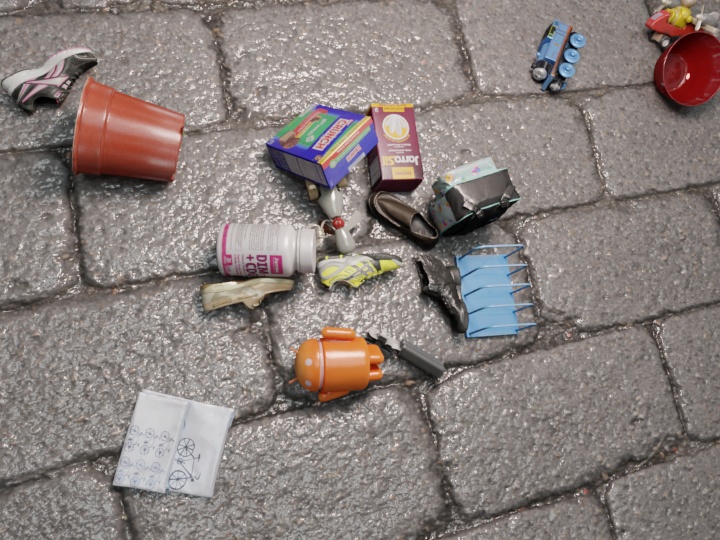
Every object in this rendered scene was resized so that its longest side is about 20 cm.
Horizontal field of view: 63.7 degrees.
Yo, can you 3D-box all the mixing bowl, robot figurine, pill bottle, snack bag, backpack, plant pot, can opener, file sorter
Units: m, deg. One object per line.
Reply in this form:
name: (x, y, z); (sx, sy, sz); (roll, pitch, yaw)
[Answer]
mixing bowl: (0.930, -0.576, 1.673); (0.199, 0.108, 0.201); (-2, 103, -10)
robot figurine: (-0.053, 0.201, 1.234); (0.199, 0.144, 0.117); (0, 56, -13)
pill bottle: (-0.197, -0.043, 1.240); (0.199, 0.113, 0.114); (1, 75, 0)
snack bag: (-0.370, 0.352, 1.164); (0.199, 0.021, 0.189); (15, 72, -10)
backpack: (0.251, -0.166, 1.365); (0.175, 0.200, 0.154); (-23, 77, -14)
plant pot: (-0.480, -0.278, 1.219); (0.195, 0.201, 0.202); (11, 73, -20)
can opener: (0.097, 0.189, 1.318); (0.199, 0.053, 0.067); (26, 105, -5)
file sorter: (0.320, 0.048, 1.366); (0.138, 0.123, 0.201); (-2, 77, -14)

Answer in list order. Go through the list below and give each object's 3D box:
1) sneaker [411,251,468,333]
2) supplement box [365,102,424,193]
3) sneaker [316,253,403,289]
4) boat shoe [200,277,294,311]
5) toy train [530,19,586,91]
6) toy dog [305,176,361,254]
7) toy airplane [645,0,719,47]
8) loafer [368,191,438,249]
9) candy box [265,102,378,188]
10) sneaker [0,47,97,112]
sneaker: (0.187, 0.053, 1.366); (0.104, 0.060, 0.201); (-1, 71, -16)
supplement box: (0.079, -0.298, 1.412); (0.110, 0.086, 0.201); (-4, 77, -16)
sneaker: (0.000, 0.000, 1.331); (0.199, 0.075, 0.077); (-5, 88, -7)
boat shoe: (-0.241, 0.051, 1.253); (0.199, 0.072, 0.065); (-6, 90, -16)
toy train: (0.546, -0.593, 1.612); (0.114, 0.087, 0.201); (24, 73, 2)
toy dog: (-0.063, -0.137, 1.339); (0.131, 0.096, 0.201); (3, 88, 2)
toy airplane: (0.968, -0.747, 1.706); (0.200, 0.141, 0.199); (23, 45, 30)
loafer: (0.111, -0.130, 1.384); (0.200, 0.071, 0.073); (32, 70, -5)
candy box: (-0.088, -0.288, 1.315); (0.200, 0.077, 0.169); (27, 64, 37)
sneaker: (-0.663, -0.409, 1.267); (0.200, 0.080, 0.087); (-33, 98, -12)
